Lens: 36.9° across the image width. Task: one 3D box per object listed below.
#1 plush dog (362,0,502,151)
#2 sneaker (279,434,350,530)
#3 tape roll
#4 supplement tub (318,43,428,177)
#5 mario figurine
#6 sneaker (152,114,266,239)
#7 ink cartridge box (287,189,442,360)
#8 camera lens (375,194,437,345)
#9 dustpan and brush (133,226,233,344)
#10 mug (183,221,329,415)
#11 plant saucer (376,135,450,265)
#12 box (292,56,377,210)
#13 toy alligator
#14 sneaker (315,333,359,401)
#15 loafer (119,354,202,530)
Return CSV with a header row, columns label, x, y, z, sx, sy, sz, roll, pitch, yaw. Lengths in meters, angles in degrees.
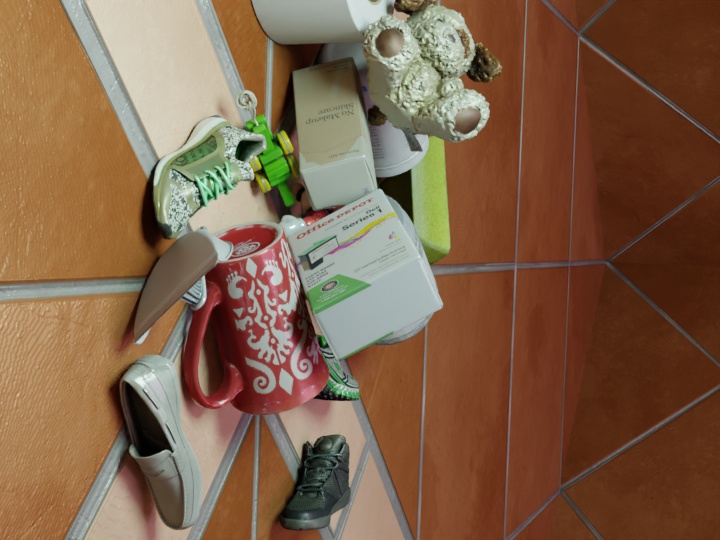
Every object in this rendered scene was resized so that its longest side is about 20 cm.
label,x,y,z,sx,sy,sz,roll,pitch,yaw
plush dog,0.089,-0.275,1.444,0.200,0.160,0.173,41,68,-13
sneaker,-0.065,0.302,1.552,0.199,0.075,0.116,-19,109,-70
tape roll,-0.046,-0.403,1.425,0.202,0.137,0.206,4,90,-68
supplement tub,0.022,-0.255,1.623,0.201,0.130,0.133,71,31,-45
mario figurine,-0.079,-0.066,1.495,0.105,0.123,0.203,23,76,-25
sneaker,-0.168,-0.110,1.222,0.201,0.087,0.078,-64,148,-43
ink cartridge box,0.000,0.000,1.337,0.085,0.143,0.201,62,1,-30
camera lens,0.023,0.002,1.617,0.201,0.158,0.162,65,35,-49
dustpan and brush,-0.188,-0.006,1.193,0.057,0.139,0.201,38,20,-30
mug,-0.128,0.064,1.296,0.178,0.131,0.203,-55,138,-55
plant saucer,0.074,-0.099,1.741,0.199,0.047,0.203,147,-56,-62
box,-0.036,-0.185,1.451,0.078,0.094,0.202,70,9,-49
toy alligator,-0.124,-0.164,1.379,0.054,0.059,0.201,58,-7,43
sneaker,-0.051,0.139,1.557,0.200,0.077,0.086,42,53,-62
loafer,-0.220,0.193,1.165,0.070,0.069,0.203,-34,116,-57
